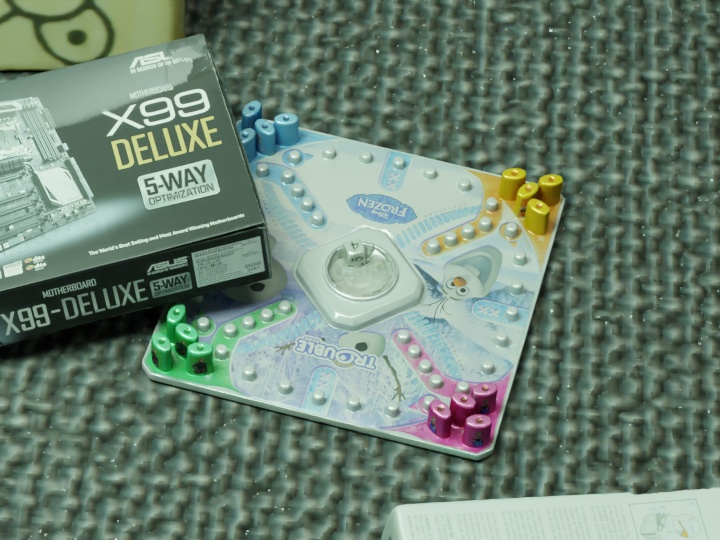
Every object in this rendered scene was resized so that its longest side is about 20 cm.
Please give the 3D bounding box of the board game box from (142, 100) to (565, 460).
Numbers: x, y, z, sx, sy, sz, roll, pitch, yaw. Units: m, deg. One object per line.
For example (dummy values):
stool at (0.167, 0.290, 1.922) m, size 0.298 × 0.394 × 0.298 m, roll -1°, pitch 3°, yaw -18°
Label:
board game box at (0.000, 0.000, 1.624) m, size 0.199 × 0.026 × 0.200 m, roll 14°, pitch 51°, yaw 7°

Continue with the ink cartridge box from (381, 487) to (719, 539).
ink cartridge box at (0.122, 0.191, 1.471) m, size 0.199 × 0.057 × 0.163 m, roll 0°, pitch 50°, yaw -15°

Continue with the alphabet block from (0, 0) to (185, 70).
alphabet block at (-0.199, -0.252, 1.704) m, size 0.195 × 0.200 × 0.197 m, roll 1°, pitch 51°, yaw -5°

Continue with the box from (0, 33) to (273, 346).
box at (-0.162, -0.042, 1.612) m, size 0.199 × 0.050 × 0.158 m, roll -14°, pitch 50°, yaw -5°
